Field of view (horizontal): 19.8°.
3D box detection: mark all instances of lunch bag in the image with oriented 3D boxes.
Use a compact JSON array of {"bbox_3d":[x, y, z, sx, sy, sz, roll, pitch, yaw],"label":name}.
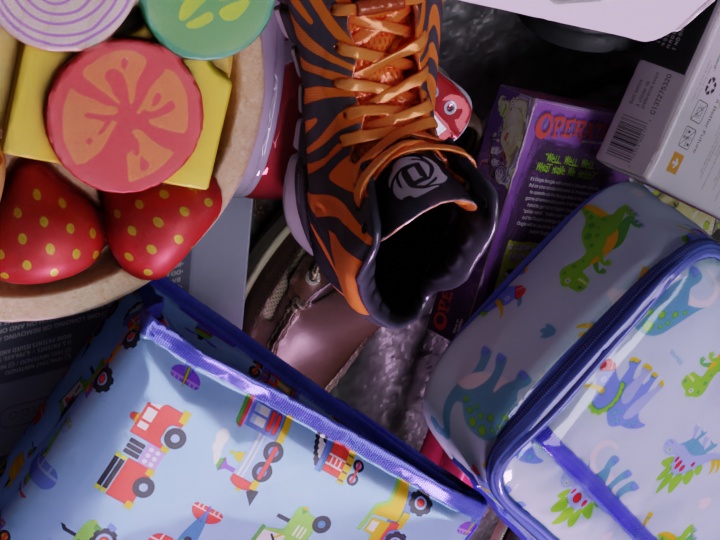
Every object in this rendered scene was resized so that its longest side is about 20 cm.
[{"bbox_3d":[0.126,0.067,0.969,0.161,0.082,0.200,-45,139,-2],"label":"lunch bag"},{"bbox_3d":[-0.052,0.119,0.889,0.200,0.094,0.151,33,98,-14],"label":"lunch bag"}]

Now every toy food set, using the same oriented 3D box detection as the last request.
[{"bbox_3d":[-0.132,-0.073,0.789,0.200,0.049,0.198,9,104,-18],"label":"toy food set"}]

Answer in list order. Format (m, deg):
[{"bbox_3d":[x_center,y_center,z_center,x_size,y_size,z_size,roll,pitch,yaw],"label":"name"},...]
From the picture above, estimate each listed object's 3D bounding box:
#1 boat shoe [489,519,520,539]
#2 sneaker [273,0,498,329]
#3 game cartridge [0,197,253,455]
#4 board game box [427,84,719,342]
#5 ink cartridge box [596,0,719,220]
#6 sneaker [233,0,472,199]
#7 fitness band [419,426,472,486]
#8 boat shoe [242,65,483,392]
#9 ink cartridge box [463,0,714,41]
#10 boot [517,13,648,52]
[{"bbox_3d":[0.154,0.113,1.084,0.200,0.062,0.073,-34,137,-16],"label":"boat shoe"},{"bbox_3d":[0.016,-0.068,0.791,0.078,0.112,0.200,-13,121,-15],"label":"sneaker"},{"bbox_3d":[-0.142,0.016,0.899,0.200,0.042,0.133,-14,132,-30],"label":"game cartridge"},{"bbox_3d":[0.123,-0.018,0.997,0.200,0.032,0.120,7,108,-45],"label":"board game box"},{"bbox_3d":[0.192,-0.067,0.989,0.200,0.037,0.095,19,96,-50],"label":"ink cartridge box"},{"bbox_3d":[0.001,-0.121,0.867,0.112,0.071,0.200,6,114,-28],"label":"sneaker"},{"bbox_3d":[0.096,0.096,1.097,0.144,0.037,0.200,-4,124,-38],"label":"fitness band"},{"bbox_3d":[-0.005,-0.001,0.964,0.075,0.075,0.202,6,116,-40],"label":"boat shoe"},{"bbox_3d":[0.063,-0.197,0.775,0.144,0.200,0.085,4,149,-40],"label":"ink cartridge box"},{"bbox_3d":[0.155,-0.206,0.938,0.200,0.076,0.168,-26,136,-28],"label":"boot"}]
